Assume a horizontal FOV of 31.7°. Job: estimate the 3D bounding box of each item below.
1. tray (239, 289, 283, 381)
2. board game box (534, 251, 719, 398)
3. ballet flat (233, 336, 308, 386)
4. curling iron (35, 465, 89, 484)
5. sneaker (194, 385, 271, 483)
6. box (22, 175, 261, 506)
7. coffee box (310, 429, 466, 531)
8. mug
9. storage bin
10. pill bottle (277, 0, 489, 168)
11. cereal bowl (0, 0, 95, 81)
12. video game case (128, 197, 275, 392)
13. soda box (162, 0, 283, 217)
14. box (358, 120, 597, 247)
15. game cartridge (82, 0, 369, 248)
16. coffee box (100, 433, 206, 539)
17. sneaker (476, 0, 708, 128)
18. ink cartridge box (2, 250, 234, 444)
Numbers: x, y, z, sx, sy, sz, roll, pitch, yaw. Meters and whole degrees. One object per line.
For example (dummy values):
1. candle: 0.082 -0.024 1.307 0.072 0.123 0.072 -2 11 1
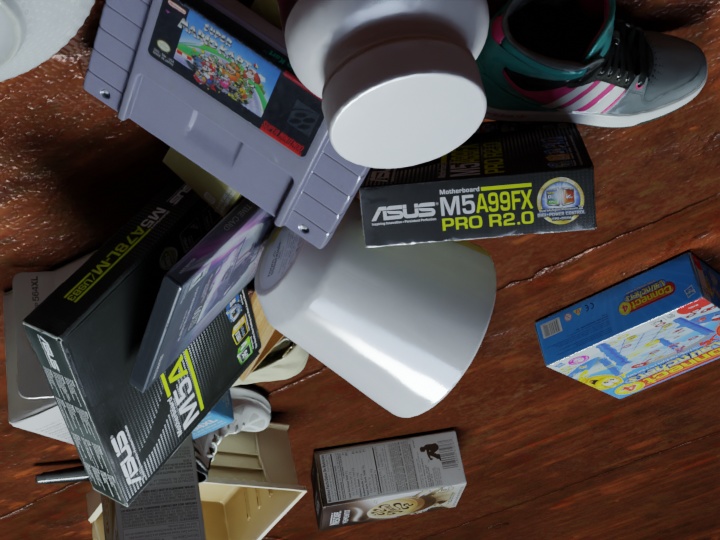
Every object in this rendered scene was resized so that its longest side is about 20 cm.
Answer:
1. tray: -0.065 0.015 1.142 0.099 0.037 0.201 -48 174 -35
2. board game box: 0.333 0.069 1.452 0.198 0.057 0.195 -28 149 28
3. ballet flat: -0.145 0.088 1.281 0.197 0.070 0.070 -13 155 -18
4. curling iron: -0.298 0.238 1.554 0.197 0.026 0.050 -6 147 -12
5. sneaker: -0.171 0.185 1.401 0.075 0.117 0.199 -29 149 32
6. box: -0.166 0.055 1.024 0.047 0.194 0.202 18 138 27
7. coffee box: 0.035 0.286 1.724 0.197 0.081 0.113 -8 154 -8
8. mug: -0.003 0.009 1.002 0.152 0.187 0.151 28 100 -23
9. storage bin: -0.202 0.265 1.519 0.196 0.095 0.200 11 138 -31
10. pill bottle: 0.008 -0.164 0.693 0.111 0.203 0.113 -10 154 -5
11. cereal bowl: -0.243 -0.166 0.720 0.197 0.084 0.201 -9 154 -4
12. video game case: -0.099 -0.009 0.973 0.200 0.019 0.143 -48 171 -40
13. soda box: -0.063 -0.125 0.868 0.068 0.064 0.200 -48 180 -40
14. box: 0.085 -0.070 0.928 0.157 0.045 0.200 -4 -163 7
15. game cartridge: -0.082 -0.109 0.815 0.199 0.039 0.130 34 144 1
16. coffee box: -0.183 0.244 1.125 0.078 0.203 0.115 -3 153 -17
17. sneaker: 0.172 -0.163 0.907 0.197 0.085 0.121 -5 162 -11
18. ink cartridge box: -0.226 0.078 1.152 0.124 0.130 0.200 -22 153 21
